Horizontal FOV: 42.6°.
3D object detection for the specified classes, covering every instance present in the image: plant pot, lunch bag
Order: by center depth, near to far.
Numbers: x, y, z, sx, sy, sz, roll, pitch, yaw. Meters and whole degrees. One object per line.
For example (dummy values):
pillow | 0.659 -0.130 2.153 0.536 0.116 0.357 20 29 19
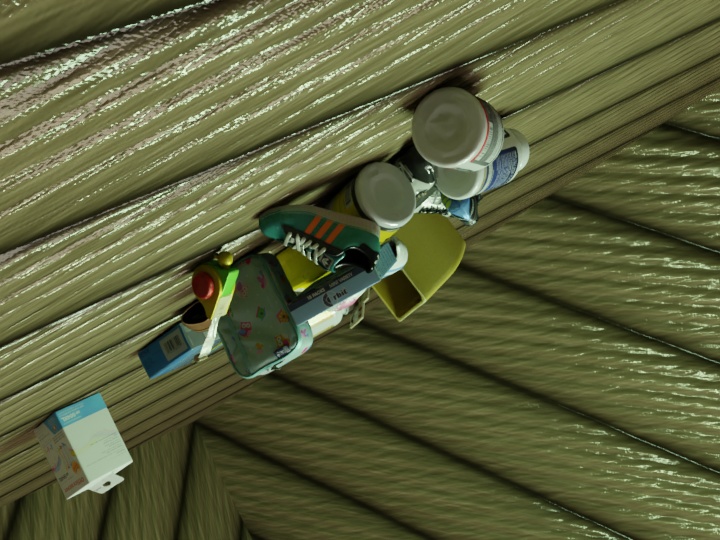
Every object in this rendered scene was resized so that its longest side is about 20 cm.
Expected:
lunch bag | -0.185 0.085 1.635 0.158 0.203 0.077 -29 171 17
plant pot | 0.129 -0.038 2.161 0.199 0.197 0.194 -38 177 -24

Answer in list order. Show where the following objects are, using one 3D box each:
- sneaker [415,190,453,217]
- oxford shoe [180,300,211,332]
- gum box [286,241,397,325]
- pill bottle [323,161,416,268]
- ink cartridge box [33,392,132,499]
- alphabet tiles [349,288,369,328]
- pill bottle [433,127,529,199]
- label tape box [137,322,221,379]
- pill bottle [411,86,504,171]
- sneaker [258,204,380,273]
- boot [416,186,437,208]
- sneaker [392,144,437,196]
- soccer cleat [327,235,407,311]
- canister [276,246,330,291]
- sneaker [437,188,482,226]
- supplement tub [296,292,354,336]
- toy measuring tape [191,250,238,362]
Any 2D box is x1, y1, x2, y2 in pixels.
sneaker | 0.165 -0.145 1.921 0.197 0.089 0.076 -25 174 -22
oxford shoe | -0.250 0.060 1.748 0.197 0.072 0.071 -30 168 6
gum box | -0.028 0.020 1.637 0.168 0.045 0.200 -28 -177 13
pill bottle | -0.002 -0.087 1.550 0.113 0.116 0.200 -24 171 -36
ink cartridge box | -0.624 0.410 2.095 0.128 0.203 0.124 -35 171 40
alphabet tiles | -0.001 0.020 2.067 0.007 0.205 0.167 9 161 -13
pill bottle | 0.223 -0.201 1.669 0.198 0.113 0.111 -21 170 -47
label tape box | -0.353 0.149 1.956 0.142 0.067 0.199 -34 175 29
pill bottle | 0.152 -0.204 1.369 0.110 0.112 0.199 -31 173 18
sneaker | -0.061 -0.045 1.421 0.195 0.082 0.072 8 151 -14
boot | 0.077 -0.135 1.760 0.138 0.078 0.200 -38 -178 17
sneaker | 0.071 -0.149 1.566 0.087 0.075 0.200 -30 173 -13
soccer cleat | 0.000 0.000 1.765 0.198 0.070 0.087 -34 151 -4
canister | -0.082 -0.016 1.831 0.147 0.088 0.200 -31 171 10
sneaker | 0.188 -0.151 1.762 0.070 0.083 0.201 -30 -149 18
supplement tub | -0.127 0.078 2.049 0.197 0.146 0.144 -27 173 -15
toy measuring tape | -0.253 0.051 1.514 0.073 0.073 0.203 -19 137 -55
